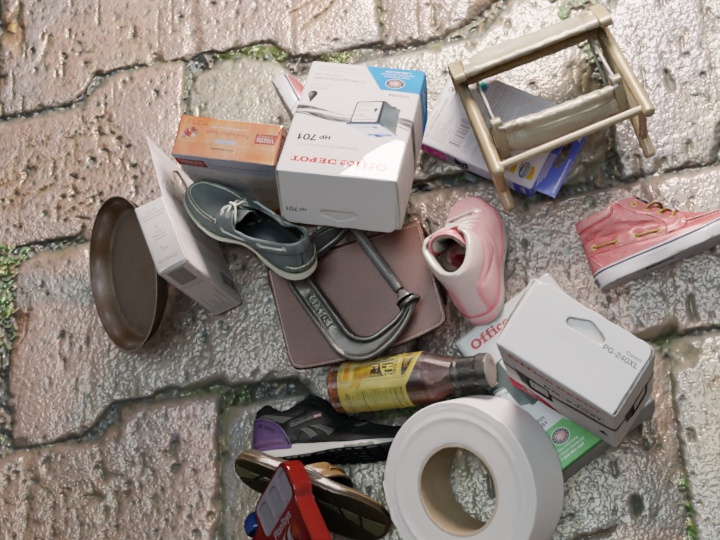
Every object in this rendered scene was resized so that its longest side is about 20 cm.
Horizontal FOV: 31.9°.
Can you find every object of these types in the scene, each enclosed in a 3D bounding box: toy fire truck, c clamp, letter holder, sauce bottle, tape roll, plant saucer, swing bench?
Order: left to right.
[{"bbox_3d":[-0.294,0.003,1.616,0.032,0.200,0.200,-5,66,-34],"label":"plant saucer"},{"bbox_3d":[-0.081,0.334,1.454,0.112,0.200,0.168,-6,54,-29],"label":"toy fire truck"},{"bbox_3d":[0.000,0.000,1.496,0.171,0.027,0.200,-32,71,3],"label":"c clamp"},{"bbox_3d":[0.006,0.045,1.551,0.200,0.101,0.142,-18,72,8],"label":"letter holder"},{"bbox_3d":[0.060,0.127,1.473,0.200,0.066,0.066,-10,71,23],"label":"sauce bottle"},{"bbox_3d":[0.126,0.244,1.432,0.202,0.071,0.203,2,94,35],"label":"tape roll"},{"bbox_3d":[0.226,-0.210,1.517,0.199,0.130,0.200,-22,68,5],"label":"swing bench"}]

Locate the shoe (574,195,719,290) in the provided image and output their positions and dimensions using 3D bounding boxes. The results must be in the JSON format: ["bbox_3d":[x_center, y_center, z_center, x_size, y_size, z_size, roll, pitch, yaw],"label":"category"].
[{"bbox_3d":[0.361,-0.056,1.507,0.200,0.071,0.091,-24,75,11],"label":"shoe"}]

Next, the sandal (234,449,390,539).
[{"bbox_3d":[-0.053,0.257,1.503,0.200,0.082,0.055,23,45,4],"label":"sandal"}]

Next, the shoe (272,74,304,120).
[{"bbox_3d":[-0.029,-0.193,1.641,0.091,0.071,0.200,-34,71,-4],"label":"shoe"}]

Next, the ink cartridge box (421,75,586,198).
[{"bbox_3d":[0.184,-0.173,1.603,0.200,0.042,0.119,25,79,21],"label":"ink cartridge box"}]

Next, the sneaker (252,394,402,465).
[{"bbox_3d":[-0.039,0.189,1.534,0.200,0.076,0.088,-7,66,12],"label":"sneaker"}]

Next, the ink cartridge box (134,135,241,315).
[{"bbox_3d":[-0.225,-0.051,1.581,0.045,0.200,0.176,-24,69,6],"label":"ink cartridge box"}]

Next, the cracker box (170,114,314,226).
[{"bbox_3d":[-0.138,-0.123,1.580,0.134,0.200,0.058,8,73,15],"label":"cracker box"}]

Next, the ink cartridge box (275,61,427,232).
[{"bbox_3d":[-0.007,-0.150,1.498,0.146,0.086,0.200,6,47,9],"label":"ink cartridge box"}]

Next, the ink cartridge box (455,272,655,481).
[{"bbox_3d":[0.227,0.125,1.480,0.147,0.083,0.200,-38,68,0],"label":"ink cartridge box"}]

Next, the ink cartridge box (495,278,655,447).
[{"bbox_3d":[0.230,0.102,1.335,0.145,0.200,0.083,32,82,19],"label":"ink cartridge box"}]

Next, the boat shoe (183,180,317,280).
[{"bbox_3d":[-0.134,-0.063,1.508,0.200,0.062,0.073,33,62,23],"label":"boat shoe"}]

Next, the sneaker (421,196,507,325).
[{"bbox_3d":[0.123,-0.039,1.508,0.075,0.105,0.200,-24,41,22],"label":"sneaker"}]
